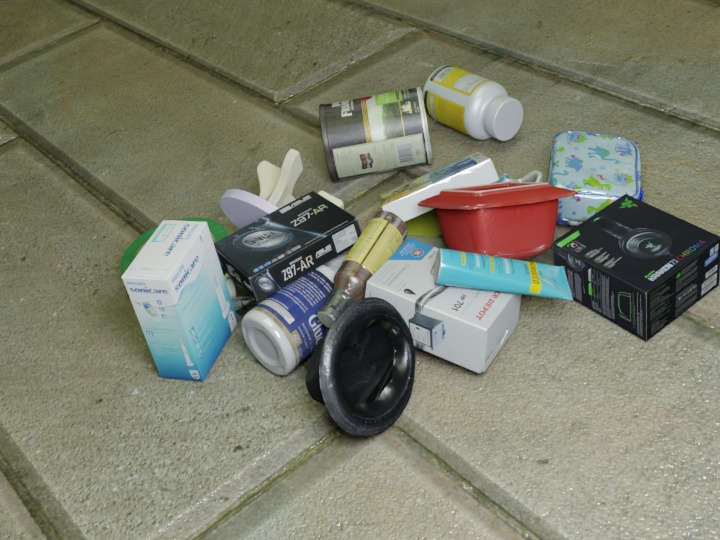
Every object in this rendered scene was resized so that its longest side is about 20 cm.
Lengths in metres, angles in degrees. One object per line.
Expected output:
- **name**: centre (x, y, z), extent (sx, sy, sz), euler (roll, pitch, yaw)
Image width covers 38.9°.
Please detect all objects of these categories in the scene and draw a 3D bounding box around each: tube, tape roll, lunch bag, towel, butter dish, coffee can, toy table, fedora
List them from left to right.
- **tape roll**: centre (-0.323, -0.017, 1.804), extent (0.196, 0.049, 0.202), euler (-8, 37, 6)
- **toy table**: centre (-0.135, -0.114, 1.780), extent (0.198, 0.185, 0.118), euler (33, 66, 12)
- **fedora**: centre (-0.010, 0.135, 1.425), extent (0.091, 0.203, 0.201), euler (-7, 31, 43)
- **coffee can**: centre (0.030, -0.257, 1.931), extent (0.196, 0.148, 0.148), euler (-9, 36, 3)
- **towel**: centre (0.124, -0.087, 1.791), extent (0.085, 0.018, 0.200), euler (9, 42, 34)
- **butter dish**: centre (0.212, -0.056, 1.577), extent (0.196, 0.151, 0.199), euler (-8, 7, -21)
- **tube**: centre (0.205, 0.007, 1.472), extent (0.196, 0.051, 0.078), euler (7, 42, -7)
- **lunch bag**: centre (0.395, -0.152, 1.724), extent (0.157, 0.084, 0.202), euler (6, 39, 9)

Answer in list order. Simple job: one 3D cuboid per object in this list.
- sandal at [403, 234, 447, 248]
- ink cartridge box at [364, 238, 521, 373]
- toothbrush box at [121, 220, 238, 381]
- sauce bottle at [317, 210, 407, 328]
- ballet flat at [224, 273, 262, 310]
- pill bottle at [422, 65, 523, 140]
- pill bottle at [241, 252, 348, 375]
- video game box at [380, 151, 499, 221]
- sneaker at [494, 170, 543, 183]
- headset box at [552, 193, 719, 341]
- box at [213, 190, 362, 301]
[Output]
- **sandal**: centre (0.158, -0.038, 1.670), extent (0.196, 0.058, 0.081), euler (3, 39, 4)
- **ink cartridge box**: centre (0.123, 0.048, 1.512), extent (0.197, 0.087, 0.146), euler (19, 38, 23)
- **toothbrush box**: centre (-0.274, 0.046, 1.578), extent (0.084, 0.203, 0.147), euler (3, 39, 19)
- **sauce bottle**: centre (0.000, 0.000, 1.536), extent (0.064, 0.065, 0.201), euler (15, 56, 33)
- **ballet flat**: centre (-0.187, 0.026, 1.691), extent (0.196, 0.073, 0.073), euler (-6, 36, 9)
- **pill bottle**: centre (0.219, -0.321, 1.986), extent (0.111, 0.114, 0.199), euler (-31, 40, -24)
- **pill bottle**: centre (-0.079, 0.060, 1.576), extent (0.110, 0.113, 0.199), euler (23, 49, 38)
- **video game box**: centre (0.130, -0.141, 1.745), extent (0.197, 0.048, 0.182), euler (-24, 7, 3)
- **sneaker**: centre (0.227, -0.120, 1.734), extent (0.197, 0.088, 0.075), euler (-22, 43, -14)
- **headset box**: centre (0.410, -0.013, 1.539), extent (0.172, 0.094, 0.199), euler (-30, 39, -23)
- **box**: centre (-0.116, -0.043, 1.608), extent (0.198, 0.044, 0.160), euler (-29, 32, -17)
